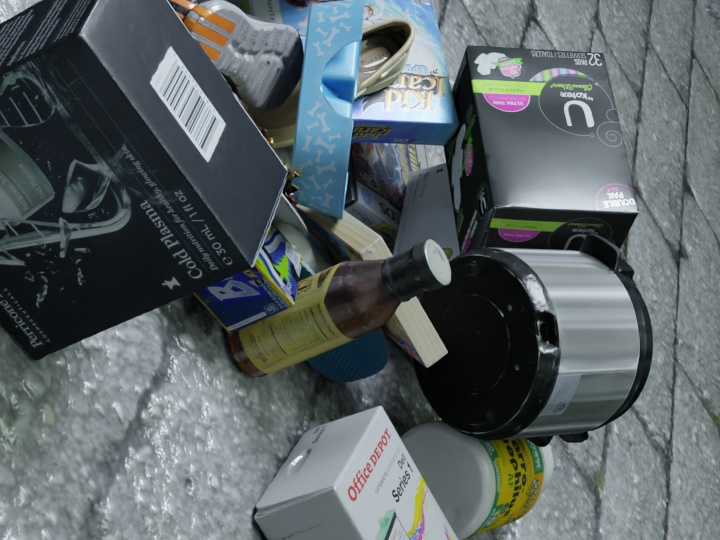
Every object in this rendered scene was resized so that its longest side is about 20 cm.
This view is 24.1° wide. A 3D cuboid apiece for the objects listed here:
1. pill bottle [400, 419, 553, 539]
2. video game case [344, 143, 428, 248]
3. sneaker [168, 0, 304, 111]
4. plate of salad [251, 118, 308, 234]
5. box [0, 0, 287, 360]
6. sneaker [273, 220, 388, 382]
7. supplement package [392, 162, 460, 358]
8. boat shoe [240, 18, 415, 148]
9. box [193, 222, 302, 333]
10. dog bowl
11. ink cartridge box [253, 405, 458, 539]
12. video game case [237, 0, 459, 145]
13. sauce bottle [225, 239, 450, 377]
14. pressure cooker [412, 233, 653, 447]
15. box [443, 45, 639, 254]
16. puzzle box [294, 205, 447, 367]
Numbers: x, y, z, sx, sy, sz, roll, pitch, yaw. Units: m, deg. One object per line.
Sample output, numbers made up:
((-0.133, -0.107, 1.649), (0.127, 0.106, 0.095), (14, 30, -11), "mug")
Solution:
((0.112, 0.195, 1.619), (0.200, 0.112, 0.113), (2, 68, -63), "pill bottle")
((0.021, -0.120, 1.796), (0.181, 0.025, 0.201), (33, 42, -49), "video game case")
((-0.128, -0.204, 1.428), (0.112, 0.078, 0.200), (31, 0, 26), "sneaker")
((-0.105, -0.110, 1.394), (0.200, 0.048, 0.200), (47, -6, 6), "plate of salad")
((-0.191, -0.074, 1.152), (0.200, 0.196, 0.124), (54, 30, -26), "box")
((-0.037, 0.023, 1.517), (0.200, 0.076, 0.081), (53, 21, -36), "sneaker")
((0.118, 0.006, 1.745), (0.156, 0.110, 0.201), (49, 40, -39), "supplement package")
((-0.031, -0.180, 1.564), (0.200, 0.065, 0.072), (-30, 79, -30), "boat shoe")
((-0.131, -0.044, 1.351), (0.200, 0.070, 0.064), (51, 30, -31), "box")
((-0.029, -0.143, 1.460), (0.112, 0.049, 0.201), (98, -3, -70), "dog bowl")
((0.012, 0.238, 1.424), (0.201, 0.084, 0.145), (60, 26, -13), "ink cartridge box")
((-0.014, -0.214, 1.655), (0.199, 0.045, 0.182), (0, 64, -21), "video game case")
((-0.018, 0.029, 1.401), (0.066, 0.199, 0.066), (46, 31, -38), "sauce bottle")
((0.168, 0.069, 1.543), (0.199, 0.176, 0.180), (0, 69, -42), "pressure cooker")
((0.171, -0.103, 1.643), (0.125, 0.148, 0.201), (108, -19, -55), "box")
((0.000, 0.000, 1.520), (0.133, 0.025, 0.200), (58, -10, -27), "puzzle box")
